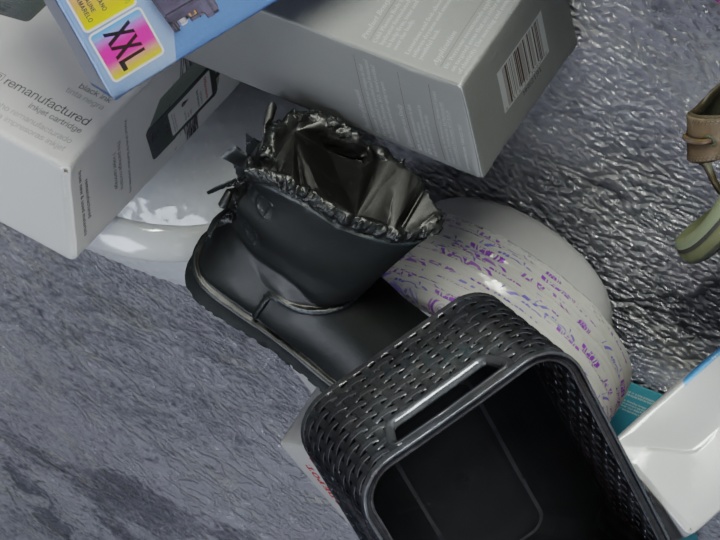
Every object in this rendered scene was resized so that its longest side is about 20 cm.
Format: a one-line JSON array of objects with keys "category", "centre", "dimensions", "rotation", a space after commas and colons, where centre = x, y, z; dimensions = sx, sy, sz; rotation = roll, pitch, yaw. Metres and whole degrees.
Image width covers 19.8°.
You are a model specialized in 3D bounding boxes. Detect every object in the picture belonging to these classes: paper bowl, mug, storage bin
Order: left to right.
[{"category": "mug", "centre": [-0.109, -0.053, 1.280], "dimensions": [0.175, 0.200, 0.148], "rotation": [23, 117, 20]}, {"category": "paper bowl", "centre": [0.078, 0.033, 1.304], "dimensions": [0.200, 0.105, 0.201], "rotation": [28, 155, 14]}, {"category": "storage bin", "centre": [0.074, 0.131, 1.115], "dimensions": [0.200, 0.135, 0.094], "rotation": [60, 170, -29]}]

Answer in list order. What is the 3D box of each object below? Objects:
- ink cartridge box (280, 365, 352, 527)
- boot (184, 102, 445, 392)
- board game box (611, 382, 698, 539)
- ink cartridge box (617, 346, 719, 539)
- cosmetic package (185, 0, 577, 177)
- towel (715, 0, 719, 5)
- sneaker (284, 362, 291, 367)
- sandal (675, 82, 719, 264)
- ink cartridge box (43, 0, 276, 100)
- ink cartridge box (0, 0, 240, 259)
[{"category": "ink cartridge box", "centre": [0.032, 0.128, 1.325], "dimensions": [0.199, 0.067, 0.117], "rotation": [8, 145, 45]}, {"category": "boot", "centre": [0.001, 0.000, 1.135], "dimensions": [0.198, 0.074, 0.163], "rotation": [30, 146, -6]}, {"category": "board game box", "centre": [0.154, 0.133, 1.465], "dimensions": [0.151, 0.047, 0.200], "rotation": [22, 153, 28]}, {"category": "ink cartridge box", "centre": [0.195, 0.103, 1.211], "dimensions": [0.068, 0.116, 0.200], "rotation": [49, 171, 8]}, {"category": "cosmetic package", "centre": [-0.001, -0.141, 1.080], "dimensions": [0.199, 0.107, 0.090], "rotation": [24, 155, 27]}, {"category": "towel", "centre": [0.234, -0.114, 0.927], "dimensions": [0.200, 0.023, 0.143], "rotation": [44, 154, -22]}, {"category": "sneaker", "centre": [0.016, 0.040, 1.453], "dimensions": [0.070, 0.090, 0.200], "rotation": [11, 175, 25]}, {"category": "sandal", "centre": [0.186, -0.074, 0.962], "dimensions": [0.057, 0.080, 0.201], "rotation": [45, 154, 19]}, {"category": "ink cartridge box", "centre": [-0.073, -0.193, 0.988], "dimensions": [0.137, 0.200, 0.076], "rotation": [60, 170, -21]}, {"category": "ink cartridge box", "centre": [-0.165, -0.124, 1.200], "dimensions": [0.145, 0.200, 0.084], "rotation": [26, 144, 18]}]
